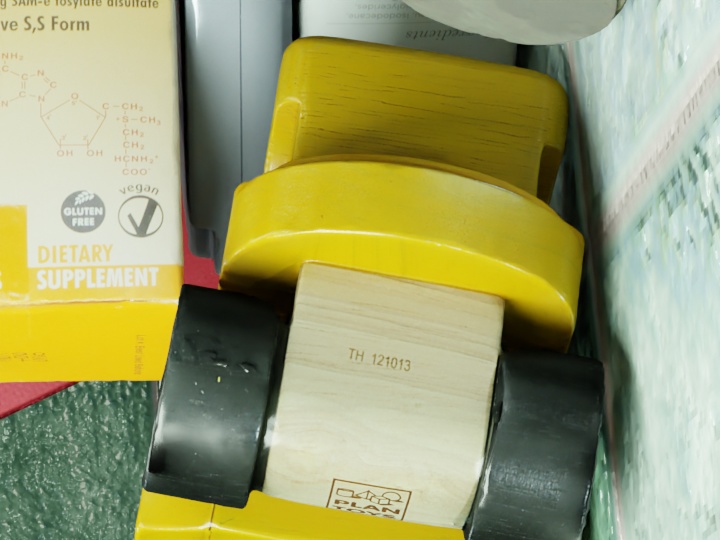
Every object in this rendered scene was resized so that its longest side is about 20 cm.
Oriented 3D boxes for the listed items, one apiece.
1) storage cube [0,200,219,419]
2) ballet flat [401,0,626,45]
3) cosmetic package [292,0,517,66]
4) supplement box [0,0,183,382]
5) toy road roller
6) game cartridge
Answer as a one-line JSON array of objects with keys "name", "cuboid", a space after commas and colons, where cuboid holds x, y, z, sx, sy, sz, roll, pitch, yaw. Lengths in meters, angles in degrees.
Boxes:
[{"name": "storage cube", "cuboid": [-0.161, -0.045, 1.115, 0.200, 0.179, 0.171, -128, 14, -75]}, {"name": "ballet flat", "cuboid": [-0.004, -0.112, 0.812, 0.200, 0.046, 0.068, 22, 146, 37]}, {"name": "cosmetic package", "cuboid": [0.011, -0.124, 0.918, 0.102, 0.074, 0.201, -99, 10, -48]}, {"name": "supplement box", "cuboid": [-0.117, -0.070, 0.895, 0.074, 0.125, 0.201, 102, 165, -69]}, {"name": "toy road roller", "cuboid": [0.007, 0.024, 0.864, 0.200, 0.122, 0.147, 103, 176, -65]}, {"name": "game cartridge", "cuboid": [-0.045, -0.101, 0.970, 0.200, 0.041, 0.134, -102, 7, -62]}]
